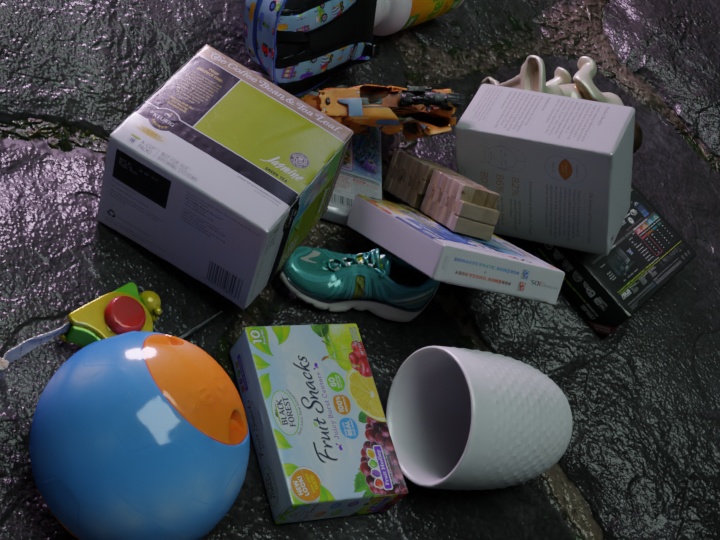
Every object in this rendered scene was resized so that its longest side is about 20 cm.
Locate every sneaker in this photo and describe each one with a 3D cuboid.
[{"bbox_3d":[0.000,0.000,1.578,0.198,0.080,0.078,8,54,-26],"label":"sneaker"}]

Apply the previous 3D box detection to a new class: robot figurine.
[{"bbox_3d":[0.026,-0.190,1.670,0.197,0.145,0.059,-1,90,-21],"label":"robot figurine"}]

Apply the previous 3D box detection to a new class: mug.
[{"bbox_3d":[0.126,0.150,1.520,0.174,0.149,0.200,8,23,-36],"label":"mug"}]

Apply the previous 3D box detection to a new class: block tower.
[{"bbox_3d":[0.096,-0.092,1.642,0.057,0.055,0.200,14,11,-28],"label":"block tower"}]

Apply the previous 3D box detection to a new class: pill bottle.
[{"bbox_3d":[0.047,-0.379,1.860,0.199,0.111,0.111,-28,75,-42],"label":"pill bottle"}]

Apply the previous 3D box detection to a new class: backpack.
[{"bbox_3d":[-0.071,-0.316,1.694,0.134,0.184,0.200,28,44,25],"label":"backpack"}]

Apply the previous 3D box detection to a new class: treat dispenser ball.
[{"bbox_3d":[-0.199,0.157,1.257,0.199,0.201,0.203,16,51,-21],"label":"treat dispenser ball"}]

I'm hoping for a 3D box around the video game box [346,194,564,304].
[{"bbox_3d":[0.108,-0.025,1.596,0.180,0.047,0.200,14,11,-35],"label":"video game box"}]

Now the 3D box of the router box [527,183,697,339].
[{"bbox_3d":[0.330,-0.022,1.811,0.150,0.062,0.199,49,47,8],"label":"router box"}]

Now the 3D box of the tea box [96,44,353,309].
[{"bbox_3d":[-0.146,-0.104,1.497,0.199,0.134,0.197,31,49,9],"label":"tea box"}]

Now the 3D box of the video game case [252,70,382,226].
[{"bbox_3d":[-0.065,-0.146,1.683,0.198,0.024,0.184,16,51,-21],"label":"video game case"}]

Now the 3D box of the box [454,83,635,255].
[{"bbox_3d":[0.227,-0.125,1.705,0.197,0.154,0.107,13,42,21],"label":"box"}]

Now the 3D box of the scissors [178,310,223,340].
[{"bbox_3d":[-0.203,0.086,1.426,0.014,0.074,0.200,33,21,12],"label":"scissors"}]

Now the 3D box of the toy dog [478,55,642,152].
[{"bbox_3d":[0.284,-0.193,1.859,0.198,0.139,0.197,1,71,-31],"label":"toy dog"}]

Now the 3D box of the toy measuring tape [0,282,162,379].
[{"bbox_3d":[-0.267,0.075,1.366,0.074,0.074,0.199,49,47,9],"label":"toy measuring tape"}]

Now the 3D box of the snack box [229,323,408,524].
[{"bbox_3d":[-0.046,0.156,1.454,0.141,0.053,0.202,-1,59,-31],"label":"snack box"}]
